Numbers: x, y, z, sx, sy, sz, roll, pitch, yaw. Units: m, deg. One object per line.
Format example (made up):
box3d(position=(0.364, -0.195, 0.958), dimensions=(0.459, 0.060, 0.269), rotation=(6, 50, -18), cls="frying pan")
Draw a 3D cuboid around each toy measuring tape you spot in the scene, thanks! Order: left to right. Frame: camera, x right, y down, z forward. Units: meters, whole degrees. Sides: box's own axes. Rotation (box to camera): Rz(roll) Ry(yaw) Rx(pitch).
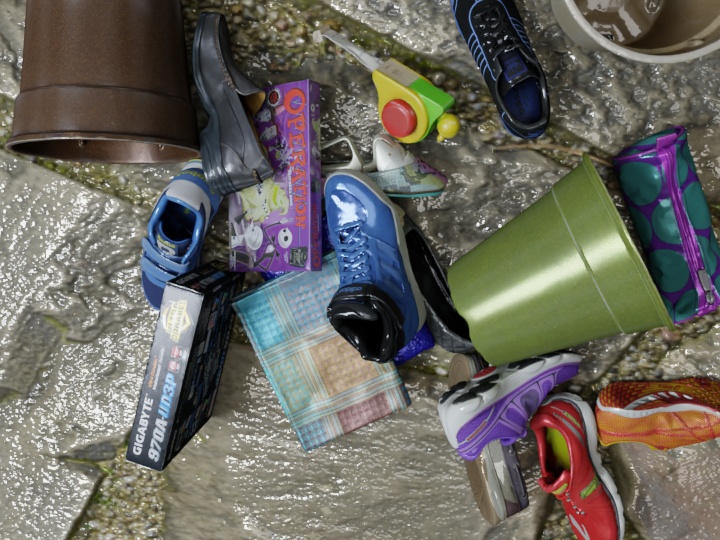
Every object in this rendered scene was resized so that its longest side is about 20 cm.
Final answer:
box3d(position=(0.025, -0.199, 0.766), dimensions=(0.199, 0.073, 0.074), rotation=(35, 101, 15), cls="toy measuring tape")

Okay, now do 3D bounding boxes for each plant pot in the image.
box3d(position=(-0.263, -0.223, 0.717), dimensions=(0.196, 0.200, 0.203), rotation=(1, 93, 4), cls="plant pot")
box3d(position=(0.200, 0.008, 0.732), dimensions=(0.188, 0.200, 0.202), rotation=(-27, 97, 20), cls="plant pot")
box3d(position=(0.267, -0.296, 0.664), dimensions=(0.196, 0.184, 0.205), rotation=(1, 100, 3), cls="plant pot")

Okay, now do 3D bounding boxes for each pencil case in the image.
box3d(position=(0.345, -0.049, 0.747), dimensions=(0.084, 0.092, 0.203), rotation=(-22, 97, 7), cls="pencil case")

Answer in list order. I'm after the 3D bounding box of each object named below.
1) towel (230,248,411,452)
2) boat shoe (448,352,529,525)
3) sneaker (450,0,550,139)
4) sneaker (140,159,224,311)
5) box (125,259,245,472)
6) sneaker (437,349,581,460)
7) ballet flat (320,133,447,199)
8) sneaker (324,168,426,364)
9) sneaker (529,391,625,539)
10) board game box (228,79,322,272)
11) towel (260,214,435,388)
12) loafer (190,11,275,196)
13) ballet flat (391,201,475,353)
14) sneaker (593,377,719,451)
box3d(position=(-0.044, 0.093, 0.783), dimensions=(0.145, 0.022, 0.203), rotation=(-25, 95, 7), cls="towel")
box3d(position=(0.155, 0.195, 0.816), dimensions=(0.064, 0.072, 0.204), rotation=(-11, 86, -18), cls="boat shoe")
box3d(position=(0.155, -0.238, 0.735), dimensions=(0.069, 0.078, 0.203), rotation=(-26, 97, 8), cls="sneaker")
box3d(position=(-0.215, -0.027, 0.781), dimensions=(0.073, 0.083, 0.202), rotation=(21, 119, -4), cls="sneaker")
box3d(position=(-0.193, 0.100, 0.774), dimensions=(0.045, 0.159, 0.204), rotation=(16, 101, 4), cls="box")
box3d(position=(0.170, 0.145, 0.765), dimensions=(0.198, 0.080, 0.085), rotation=(-22, 99, -27), cls="sneaker")
box3d(position=(-0.001, -0.116, 0.770), dimensions=(0.196, 0.069, 0.072), rotation=(-2, 111, 8), cls="ballet flat")
box3d(position=(0.001, 0.000, 0.715), dimensions=(0.076, 0.111, 0.203), rotation=(-12, 108, 31), cls="sneaker")
box3d(position=(0.242, 0.247, 0.798), dimensions=(0.076, 0.084, 0.203), rotation=(-18, 91, 50), cls="sneaker")
box3d(position=(-0.097, -0.100, 0.760), dimensions=(0.118, 0.032, 0.204), rotation=(-1, 90, 28), cls="board game box")
box3d(position=(-0.018, 0.038, 0.807), dimensions=(0.146, 0.050, 0.202), rotation=(-30, 96, 9), cls="towel")
box3d(position=(-0.135, -0.184, 0.738), dimensions=(0.071, 0.073, 0.204), rotation=(-9, 85, 8), cls="loafer")
box3d(position=(0.078, 0.005, 0.783), dimensions=(0.066, 0.056, 0.202), rotation=(-40, 104, -33), cls="ballet flat")
box3d(position=(0.373, 0.173, 0.804), dimensions=(0.196, 0.073, 0.078), rotation=(1, 120, 9), cls="sneaker")
